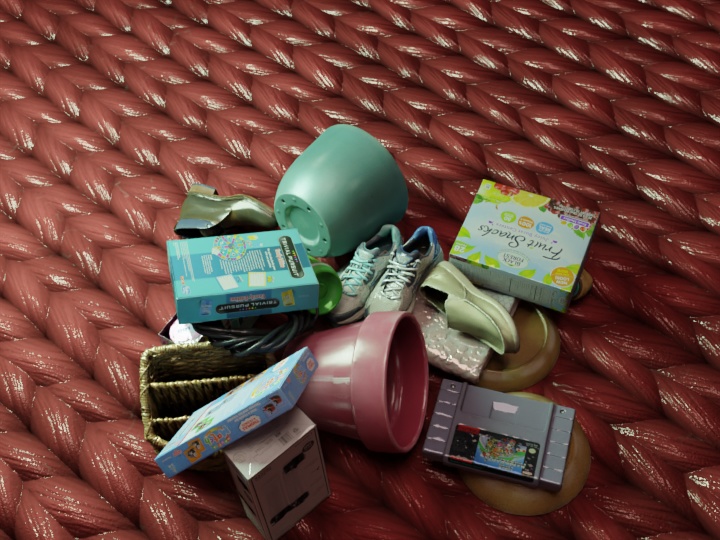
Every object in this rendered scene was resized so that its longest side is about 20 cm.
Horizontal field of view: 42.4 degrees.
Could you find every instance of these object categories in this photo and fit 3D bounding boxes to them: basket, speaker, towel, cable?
[{"bbox_3d":[-0.216,0.199,1.350,0.198,0.149,0.143,-3,51,0],"label":"basket"},{"bbox_3d":[-0.106,0.008,1.491,0.088,0.089,0.200,-30,28,-19],"label":"speaker"},{"bbox_3d":[0.133,0.068,1.475,0.199,0.032,0.191,22,56,21],"label":"towel"},{"bbox_3d":[-0.171,0.063,1.352,0.199,0.051,0.163,20,39,21],"label":"cable"}]

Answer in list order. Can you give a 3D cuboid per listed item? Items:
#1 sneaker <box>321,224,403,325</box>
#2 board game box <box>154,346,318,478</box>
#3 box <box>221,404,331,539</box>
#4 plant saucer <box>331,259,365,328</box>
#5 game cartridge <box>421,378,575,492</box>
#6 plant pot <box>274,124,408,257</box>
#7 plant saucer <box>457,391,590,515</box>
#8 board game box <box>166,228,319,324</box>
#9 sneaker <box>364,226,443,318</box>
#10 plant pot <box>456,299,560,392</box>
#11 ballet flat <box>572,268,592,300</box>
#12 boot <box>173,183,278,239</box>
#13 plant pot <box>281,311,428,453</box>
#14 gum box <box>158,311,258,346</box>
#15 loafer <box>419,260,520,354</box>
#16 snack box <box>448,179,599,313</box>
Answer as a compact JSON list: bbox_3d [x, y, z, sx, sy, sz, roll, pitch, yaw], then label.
[{"bbox_3d":[0.000,0.000,1.501,0.077,0.087,0.200,26,58,22],"label":"sneaker"},{"bbox_3d":[-0.158,0.183,1.216,0.199,0.037,0.151,-32,7,16],"label":"board game box"},{"bbox_3d":[-0.109,0.273,1.251,0.116,0.201,0.060,-37,56,-21],"label":"box"},{"bbox_3d":[0.039,0.040,1.540,0.199,0.028,0.201,-2,51,3],"label":"plant saucer"},{"bbox_3d":[0.198,0.234,1.325,0.199,0.039,0.130,12,49,13],"label":"game cartridge"},{"bbox_3d":[-0.047,-0.116,1.550,0.200,0.201,0.161,31,54,25],"label":"plant pot"},{"bbox_3d":[0.236,0.254,1.349,0.199,0.036,0.201,-2,51,3],"label":"plant saucer"},{"bbox_3d":[-0.173,0.006,1.347,0.199,0.047,0.151,-6,35,-14],"label":"board game box"},{"bbox_3d":[0.063,0.006,1.457,0.077,0.085,0.200,20,55,21],"label":"sneaker"},{"bbox_3d":[0.219,0.101,1.479,0.198,0.028,0.201,-2,52,2],"label":"plant pot"},{"bbox_3d":[0.302,-0.017,1.557,0.200,0.069,0.063,40,36,27],"label":"ballet flat"},{"bbox_3d":[-0.235,-0.083,1.637,0.199,0.075,0.097,16,65,25],"label":"boot"},{"bbox_3d":[-0.012,0.161,1.354,0.178,0.201,0.201,-2,49,22],"label":"plant pot"},{"bbox_3d":[-0.226,0.073,1.473,0.066,0.114,0.200,21,55,19],"label":"gum box"},{"bbox_3d":[0.163,0.067,1.411,0.068,0.076,0.200,-31,49,-19],"label":"loafer"},{"bbox_3d":[0.262,-0.042,1.488,0.199,0.068,0.169,18,58,17],"label":"snack box"}]
